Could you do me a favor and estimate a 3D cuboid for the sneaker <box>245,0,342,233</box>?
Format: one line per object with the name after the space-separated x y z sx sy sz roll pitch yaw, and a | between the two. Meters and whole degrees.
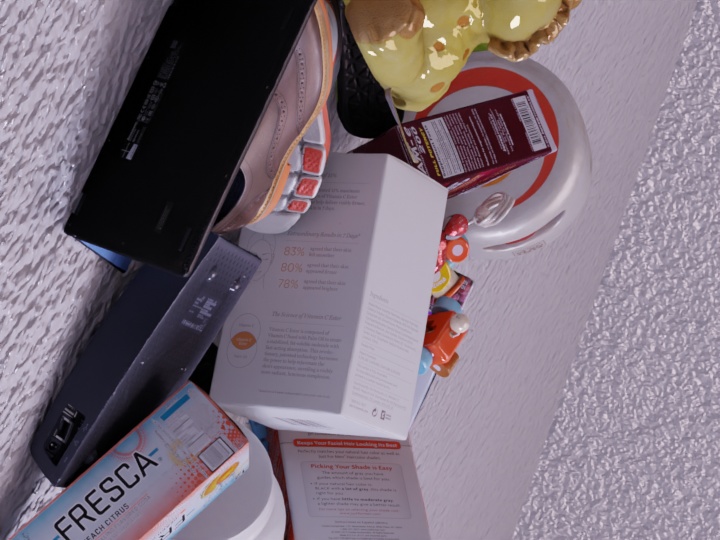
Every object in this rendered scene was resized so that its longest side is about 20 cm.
-0.045 -0.121 1.609 0.082 0.077 0.201 -56 165 -61 | sneaker

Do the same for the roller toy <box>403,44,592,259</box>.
0.124 -0.103 2.057 0.201 0.182 0.140 -66 168 -4 | roller toy

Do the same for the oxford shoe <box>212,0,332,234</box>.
-0.073 -0.109 1.529 0.073 0.071 0.201 -36 148 -56 | oxford shoe

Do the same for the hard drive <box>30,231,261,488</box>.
-0.149 0.059 1.511 0.200 0.042 0.135 -57 166 0 | hard drive

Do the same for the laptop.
-0.095 -0.082 1.397 0.116 0.200 0.188 30 82 -43 | laptop

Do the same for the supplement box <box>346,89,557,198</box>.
0.061 -0.091 1.810 0.109 0.061 0.200 -25 176 40 | supplement box

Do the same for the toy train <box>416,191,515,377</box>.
0.063 0.027 1.766 0.056 0.150 0.200 52 45 -23 | toy train

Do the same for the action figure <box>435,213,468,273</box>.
0.000 0.000 1.753 0.200 0.066 0.052 -26 -177 22 | action figure

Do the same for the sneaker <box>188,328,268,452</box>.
-0.119 0.111 1.736 0.087 0.075 0.201 -37 140 -52 | sneaker

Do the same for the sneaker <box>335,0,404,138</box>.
0.007 -0.199 1.748 0.083 0.071 0.200 -97 -166 -50 | sneaker

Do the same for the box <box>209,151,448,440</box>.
-0.023 0.018 1.660 0.097 0.124 0.201 26 71 -54 | box

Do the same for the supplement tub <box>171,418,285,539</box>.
-0.130 0.212 1.671 0.145 0.144 0.200 -57 164 -36 | supplement tub

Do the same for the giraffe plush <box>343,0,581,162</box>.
0.071 -0.200 1.566 0.173 0.162 0.200 -99 165 -75 | giraffe plush

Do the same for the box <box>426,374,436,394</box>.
-0.006 0.100 2.040 0.132 0.114 0.200 75 39 -67 | box

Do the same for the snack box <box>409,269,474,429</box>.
-0.003 0.071 1.928 0.053 0.142 0.201 107 8 -84 | snack box

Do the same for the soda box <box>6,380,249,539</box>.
-0.167 0.168 1.486 0.200 0.064 0.068 -41 166 -17 | soda box

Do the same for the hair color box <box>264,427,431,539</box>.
-0.015 0.167 1.756 0.200 0.110 0.064 -101 -162 -46 | hair color box
